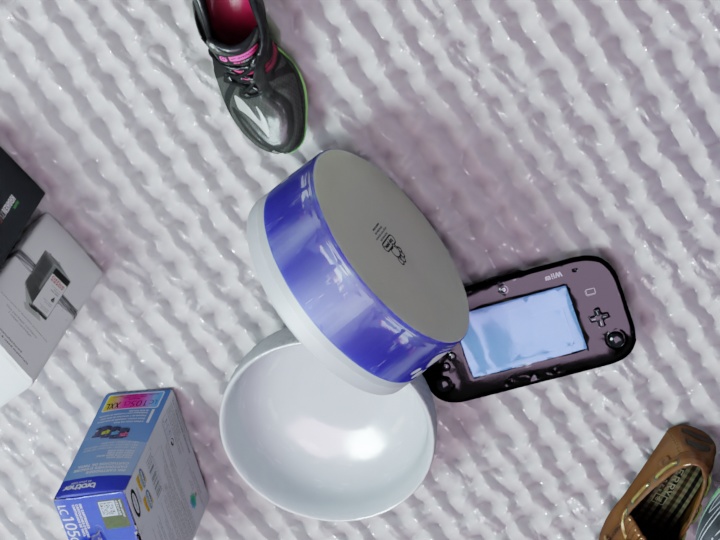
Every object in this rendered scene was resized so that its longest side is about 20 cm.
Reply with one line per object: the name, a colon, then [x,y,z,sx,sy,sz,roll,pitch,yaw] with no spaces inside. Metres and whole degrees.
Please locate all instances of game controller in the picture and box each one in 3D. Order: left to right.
game controller: [0.142,0.052,1.709,0.198,0.042,0.105,-16,116,17]

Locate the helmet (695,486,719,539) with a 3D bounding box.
helmet: [0.392,0.251,1.694,0.198,0.200,0.192,-14,108,17]

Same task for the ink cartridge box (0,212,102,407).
ink cartridge box: [-0.331,0.055,1.702,0.146,0.200,0.083,-34,106,25]

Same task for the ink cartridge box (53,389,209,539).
ink cartridge box: [-0.213,0.221,1.775,0.076,0.200,0.137,-8,118,14]

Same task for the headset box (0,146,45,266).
headset box: [-0.386,-0.015,1.685,0.199,0.175,0.093,-34,109,26]

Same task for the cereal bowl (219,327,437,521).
cereal bowl: [-0.025,0.127,1.757,0.198,0.084,0.202,4,121,7]

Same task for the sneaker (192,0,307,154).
sneaker: [-0.101,-0.181,1.592,0.076,0.084,0.201,-13,117,17]

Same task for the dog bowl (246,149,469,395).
dog bowl: [0.000,0.000,1.612,0.079,0.201,0.200,-37,108,24]

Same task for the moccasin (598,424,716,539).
moccasin: [0.272,0.239,1.773,0.073,0.078,0.202,26,121,-6]
